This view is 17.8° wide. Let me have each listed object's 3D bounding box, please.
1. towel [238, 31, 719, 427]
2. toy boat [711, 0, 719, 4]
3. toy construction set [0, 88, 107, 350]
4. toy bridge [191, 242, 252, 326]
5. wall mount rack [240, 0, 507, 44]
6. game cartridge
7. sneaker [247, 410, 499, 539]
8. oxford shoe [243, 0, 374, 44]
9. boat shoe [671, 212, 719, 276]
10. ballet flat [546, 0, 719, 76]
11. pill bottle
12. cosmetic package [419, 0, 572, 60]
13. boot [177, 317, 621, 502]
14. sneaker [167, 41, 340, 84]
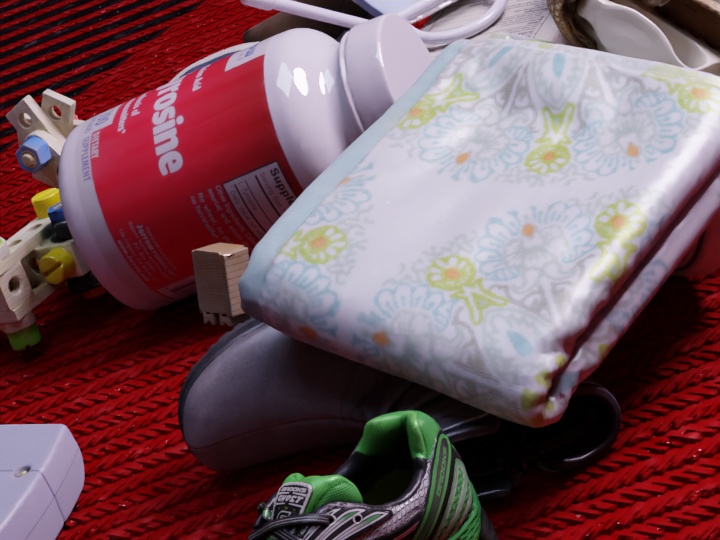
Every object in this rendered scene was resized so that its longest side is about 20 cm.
[{"bbox_3d":[0.064,-0.028,1.037,0.170,0.048,0.200,17,54,38],"label":"towel"},{"bbox_3d":[0.192,-0.161,1.211,0.130,0.131,0.201,-9,63,-25],"label":"toy boat"},{"bbox_3d":[-0.191,-0.022,1.346,0.130,0.092,0.201,-10,35,34],"label":"toy construction set"},{"bbox_3d":[0.000,0.000,1.157,0.027,0.068,0.199,5,16,44],"label":"toy bridge"},{"bbox_3d":[-0.008,-0.185,1.330,0.173,0.075,0.200,-28,34,-14],"label":"wall mount rack"},{"bbox_3d":[-0.221,0.144,1.095,0.132,0.042,0.200,1,33,32],"label":"game cartridge"},{"bbox_3d":[-0.031,0.129,0.911,0.078,0.086,0.200,5,37,44],"label":"sneaker"},{"bbox_3d":[0.010,-0.187,1.438,0.200,0.085,0.073,-39,-6,-6],"label":"oxford shoe"},{"bbox_3d":[0.106,-0.046,1.128,0.092,0.075,0.200,1,13,-17],"label":"boat shoe"},{"bbox_3d":[0.171,-0.091,1.100,0.199,0.071,0.065,28,29,4],"label":"ballet flat"},{"bbox_3d":[-0.054,-0.062,1.245,0.199,0.113,0.113,-22,23,21],"label":"pill bottle"},{"bbox_3d":[0.102,-0.137,1.343,0.103,0.074,0.200,-7,29,29],"label":"cosmetic package"},{"bbox_3d":[0.010,0.062,1.037,0.199,0.070,0.132,-24,30,7],"label":"boot"},{"bbox_3d":[-0.046,-0.095,1.371,0.198,0.076,0.085,-11,18,23],"label":"sneaker"}]
